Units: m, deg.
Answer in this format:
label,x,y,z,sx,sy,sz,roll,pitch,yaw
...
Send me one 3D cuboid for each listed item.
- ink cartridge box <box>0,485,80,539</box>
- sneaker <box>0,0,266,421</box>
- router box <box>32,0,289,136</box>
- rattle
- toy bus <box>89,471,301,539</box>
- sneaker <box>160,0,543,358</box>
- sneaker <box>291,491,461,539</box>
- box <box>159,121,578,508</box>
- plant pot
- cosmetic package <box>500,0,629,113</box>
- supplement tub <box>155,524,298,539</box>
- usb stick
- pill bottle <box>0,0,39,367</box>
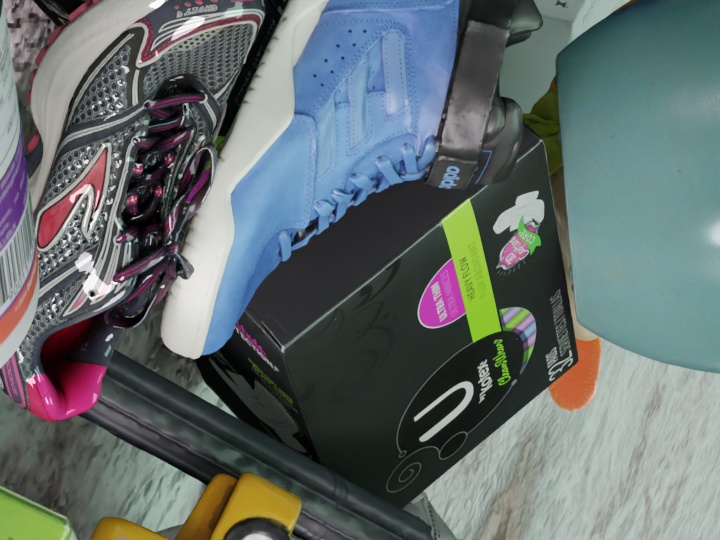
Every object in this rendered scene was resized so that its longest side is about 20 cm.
label,x,y,z,sx,sy,sz,roll,pitch,yaw
ink cartridge box,-0.172,0.159,1.050,0.200,0.075,0.149,113,1,-79
sneaker,-0.084,-0.032,0.974,0.080,0.075,0.200,-7,141,-42
router box,-0.055,-0.171,1.037,0.201,0.062,0.150,-65,161,-10
rattle,0.126,-0.037,1.385,0.143,0.130,0.201,-49,133,-21
toy bus,-0.092,0.169,1.036,0.065,0.078,0.201,110,5,-63
sneaker,0.003,-0.044,1.043,0.077,0.111,0.201,132,-18,-76
sneaker,0.029,0.102,1.367,0.200,0.115,0.075,-38,152,-23
box,0.000,0.000,1.194,0.148,0.124,0.200,-39,152,-12
plant pot,0.171,-0.044,1.216,0.201,0.160,0.202,-4,90,-84
cosmetic package,0.129,-0.148,1.516,0.151,0.051,0.201,92,21,-46
supplement tub,-0.067,0.195,1.186,0.145,0.144,0.200,-63,179,-15
usb stick,-0.054,0.078,1.123,0.033,0.199,0.055,-59,-157,2
pill bottle,-0.161,-0.058,0.808,0.112,0.111,0.201,-52,153,-38
